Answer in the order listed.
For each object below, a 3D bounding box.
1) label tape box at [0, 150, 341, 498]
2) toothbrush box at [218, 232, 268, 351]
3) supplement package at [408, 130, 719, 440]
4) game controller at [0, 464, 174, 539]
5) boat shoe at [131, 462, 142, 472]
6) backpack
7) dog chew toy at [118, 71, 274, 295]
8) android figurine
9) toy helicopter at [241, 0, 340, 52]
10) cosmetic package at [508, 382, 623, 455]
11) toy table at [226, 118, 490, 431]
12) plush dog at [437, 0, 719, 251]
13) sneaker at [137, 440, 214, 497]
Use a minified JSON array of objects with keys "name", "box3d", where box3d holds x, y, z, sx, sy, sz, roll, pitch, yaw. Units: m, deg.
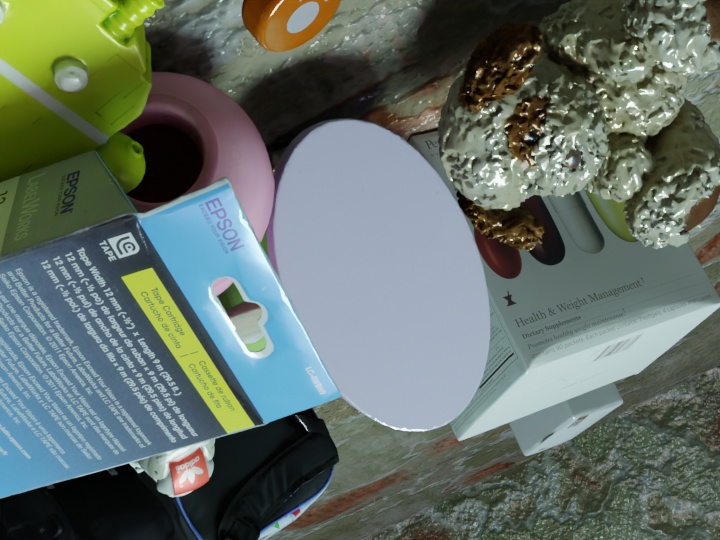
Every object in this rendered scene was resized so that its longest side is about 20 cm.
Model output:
[{"name":"label tape box","box3d":[-0.126,0.023,0.540,0.198,0.066,0.144,-18,131,9]},{"name":"toothbrush box","box3d":[-0.154,0.036,0.830,0.199,0.087,0.145,-4,153,-47]},{"name":"supplement package","box3d":[0.137,-0.005,0.906,0.190,0.201,0.147,-16,158,-25]},{"name":"game controller","box3d":[-0.200,0.145,0.748,0.104,0.043,0.200,2,-167,-33]},{"name":"boat shoe","box3d":[-0.183,0.137,0.948,0.073,0.067,0.200,-1,-179,-30]},{"name":"backpack","box3d":[-0.127,0.192,1.128,0.189,0.201,0.154,-20,166,-34]},{"name":"dog chew toy","box3d":[-0.114,-0.033,0.667,0.124,0.125,0.200,-21,168,-11]},{"name":"android figurine","box3d":[-0.175,-0.083,0.501,0.199,0.041,0.182,-30,134,22]},{"name":"toy helicopter","box3d":[0.014,-0.185,0.528,0.199,0.079,0.133,-20,154,-46]},{"name":"cosmetic package","box3d":[0.171,0.071,1.136,0.074,0.201,0.102,-13,158,-30]},{"name":"toy table","box3d":[0.000,0.000,0.741,0.182,0.202,0.117,-15,-171,-16]},{"name":"plush dog","box3d":[0.125,-0.105,0.703,0.171,0.161,0.201,-24,136,-16]},{"name":"sneaker","box3d":[-0.117,0.094,0.748,0.070,0.094,0.200,-15,161,-21]}]
